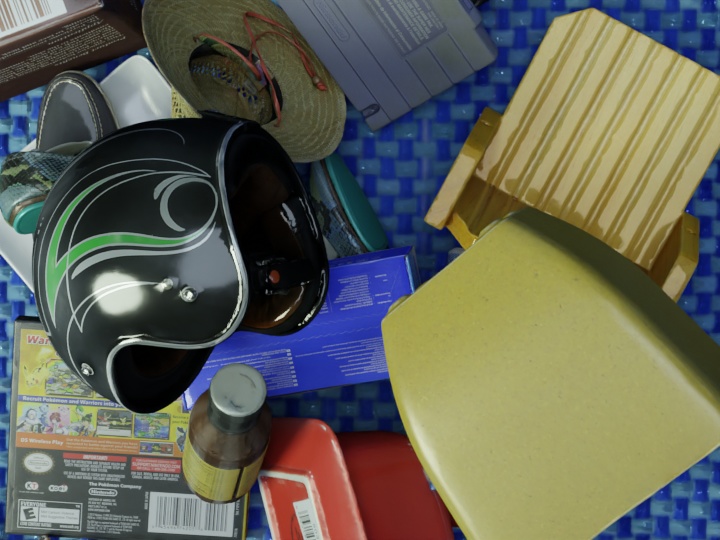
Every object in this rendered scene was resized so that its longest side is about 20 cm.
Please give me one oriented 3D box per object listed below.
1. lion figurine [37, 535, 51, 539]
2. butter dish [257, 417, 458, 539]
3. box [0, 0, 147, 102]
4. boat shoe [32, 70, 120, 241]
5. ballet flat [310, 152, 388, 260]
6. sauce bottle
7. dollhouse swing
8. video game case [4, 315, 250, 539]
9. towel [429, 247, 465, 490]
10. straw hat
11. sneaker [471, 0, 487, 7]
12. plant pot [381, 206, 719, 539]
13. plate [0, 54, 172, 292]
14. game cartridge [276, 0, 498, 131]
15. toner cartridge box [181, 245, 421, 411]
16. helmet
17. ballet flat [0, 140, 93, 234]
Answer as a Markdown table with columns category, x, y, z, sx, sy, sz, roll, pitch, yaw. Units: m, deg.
| category | x | y | z | sx | sy | sz | roll | pitch | yaw |
| --- | --- | --- | --- | --- | --- | --- | --- | --- | --- |
| lion figurine | -0.235 | 0.297 | 1.190 | 0.122 | 0.072 | 0.200 | 43 | 74 | -24 |
| butter dish | 0.017 | 0.200 | 1.169 | 0.148 | 0.199 | 0.200 | -14 | 90 | -21 |
| box | -0.278 | -0.237 | 1.144 | 0.166 | 0.200 | 0.165 | -20 | 90 | 2 |
| boat shoe | -0.230 | -0.063 | 1.182 | 0.072 | 0.063 | 0.201 | -1 | 90 | 5 |
| ballet flat | 0.000 | 0.000 | 1.199 | 0.074 | 0.074 | 0.200 | -32 | 86 | 2 |
| sauce bottle | -0.098 | 0.122 | 1.106 | 0.065 | 0.200 | 0.065 | 4 | 65 | -10 |
| dollhouse swing | 0.188 | -0.086 | 1.152 | 0.200 | 0.182 | 0.176 | 29 | 113 | 2 |
| video game case | -0.187 | 0.133 | 1.213 | 0.199 | 0.026 | 0.181 | 4 | 100 | -4 |
| towel | 0.125 | 0.088 | 1.164 | 0.147 | 0.024 | 0.200 | 16 | 68 | -24 |
| straw hat | -0.109 | -0.136 | 1.175 | 0.201 | 0.201 | 0.085 | 47 | 125 | 1 |
| sneaker | 0.041 | -0.248 | 1.194 | 0.200 | 0.073 | 0.112 | -17 | 89 | 1 |
| plant pot | 0.125 | 0.069 | 1.022 | 0.195 | 0.194 | 0.200 | -41 | 86 | 15 |
| plate | -0.194 | -0.043 | 1.228 | 0.199 | 0.032 | 0.200 | -40 | 90 | 3 |
| game cartridge | 0.007 | -0.221 | 1.168 | 0.129 | 0.038 | 0.200 | -30 | 111 | 21 |
| toner cartridge box | -0.048 | 0.046 | 1.151 | 0.200 | 0.043 | 0.095 | -9 | 100 | 11 |
| helmet | -0.139 | -0.005 | 1.049 | 0.190 | 0.200 | 0.200 | -17 | 90 | 22 |
| ballet flat | -0.187 | -0.075 | 1.151 | 0.200 | 0.074 | 0.074 | -6 | 91 | -35 |
